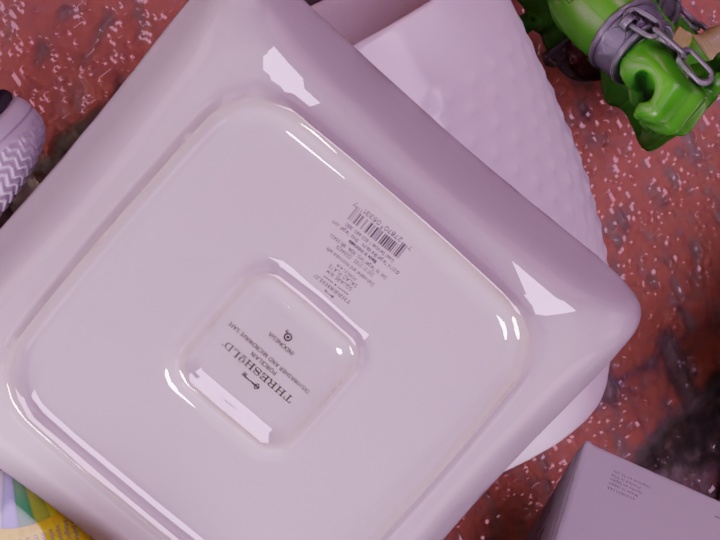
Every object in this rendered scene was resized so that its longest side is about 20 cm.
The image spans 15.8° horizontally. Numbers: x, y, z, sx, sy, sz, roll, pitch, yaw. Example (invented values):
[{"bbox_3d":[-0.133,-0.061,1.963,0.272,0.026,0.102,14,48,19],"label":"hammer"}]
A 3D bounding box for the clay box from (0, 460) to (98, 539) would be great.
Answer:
[{"bbox_3d":[-0.144,0.116,0.950,0.199,0.047,0.116,-17,94,-30],"label":"clay box"}]

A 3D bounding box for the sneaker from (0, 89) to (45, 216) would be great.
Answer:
[{"bbox_3d":[-0.208,-0.015,0.915,0.114,0.075,0.200,45,63,-15],"label":"sneaker"}]

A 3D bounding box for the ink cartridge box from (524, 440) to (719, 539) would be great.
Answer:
[{"bbox_3d":[0.143,0.191,1.016,0.199,0.084,0.176,24,49,0],"label":"ink cartridge box"}]

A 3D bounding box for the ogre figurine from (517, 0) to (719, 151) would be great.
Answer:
[{"bbox_3d":[0.097,-0.110,1.054,0.120,0.098,0.200,44,32,-1],"label":"ogre figurine"}]

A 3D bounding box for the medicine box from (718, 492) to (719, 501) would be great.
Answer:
[{"bbox_3d":[0.266,0.059,1.160,0.181,0.103,0.202,13,80,-28],"label":"medicine box"}]

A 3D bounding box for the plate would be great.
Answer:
[{"bbox_3d":[-0.032,0.028,0.914,0.199,0.032,0.200,40,98,-10],"label":"plate"}]

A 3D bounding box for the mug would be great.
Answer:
[{"bbox_3d":[0.000,0.000,0.989,0.199,0.147,0.176,-33,105,-27],"label":"mug"}]
